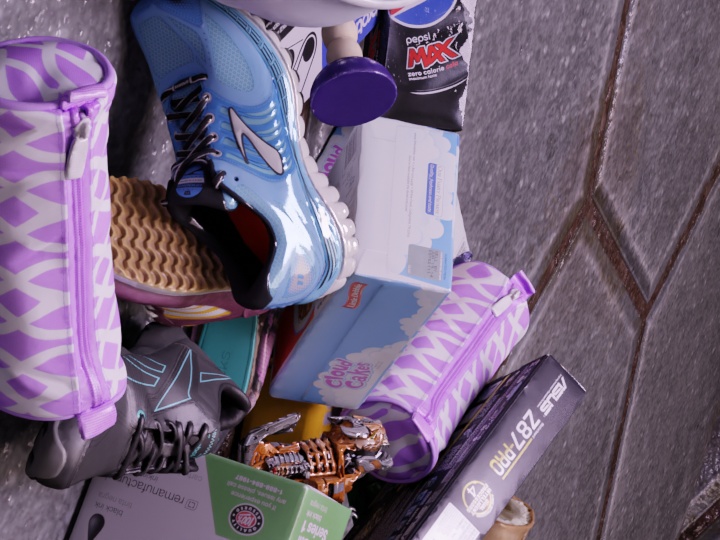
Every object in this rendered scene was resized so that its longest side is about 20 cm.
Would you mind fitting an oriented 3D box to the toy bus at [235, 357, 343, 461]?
[{"bbox_3d":[-0.048,0.127,1.334,0.078,0.065,0.200,-14,118,-64],"label":"toy bus"}]

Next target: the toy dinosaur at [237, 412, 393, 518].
[{"bbox_3d":[-0.068,0.171,1.234,0.102,0.200,0.136,-100,172,-67],"label":"toy dinosaur"}]

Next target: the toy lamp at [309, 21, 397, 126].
[{"bbox_3d":[-0.020,-0.181,1.090,0.058,0.058,0.200,66,9,-58],"label":"toy lamp"}]

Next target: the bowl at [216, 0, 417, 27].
[{"bbox_3d":[-0.054,-0.207,1.000,0.090,0.201,0.201,-35,-175,37],"label":"bowl"}]

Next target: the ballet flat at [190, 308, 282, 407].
[{"bbox_3d":[-0.074,0.004,1.201,0.071,0.069,0.200,-65,169,-74],"label":"ballet flat"}]

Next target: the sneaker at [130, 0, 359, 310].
[{"bbox_3d":[-0.075,-0.068,1.021,0.090,0.078,0.200,-30,93,-48],"label":"sneaker"}]

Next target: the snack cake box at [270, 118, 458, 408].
[{"bbox_3d":[0.000,0.000,1.199,0.200,0.067,0.115,124,-27,-59],"label":"snack cake box"}]

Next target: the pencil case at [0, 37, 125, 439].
[{"bbox_3d":[-0.157,-0.019,0.915,0.084,0.085,0.200,-33,137,-42],"label":"pencil case"}]

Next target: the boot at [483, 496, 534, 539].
[{"bbox_3d":[0.049,0.262,1.347,0.200,0.066,0.175,-58,177,10],"label":"boot"}]

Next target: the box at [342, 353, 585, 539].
[{"bbox_3d":[0.062,0.161,1.337,0.200,0.049,0.161,-50,-170,-34],"label":"box"}]

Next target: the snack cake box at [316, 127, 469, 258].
[{"bbox_3d":[0.022,-0.031,1.394,0.115,0.067,0.200,-60,154,-28],"label":"snack cake box"}]

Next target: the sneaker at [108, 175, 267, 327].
[{"bbox_3d":[-0.117,0.000,1.069,0.200,0.090,0.075,10,59,-45],"label":"sneaker"}]

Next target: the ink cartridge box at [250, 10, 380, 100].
[{"bbox_3d":[-0.048,-0.158,1.164,0.200,0.044,0.094,-53,152,-43],"label":"ink cartridge box"}]

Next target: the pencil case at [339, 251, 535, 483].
[{"bbox_3d":[0.061,0.072,1.350,0.084,0.085,0.200,56,43,-18],"label":"pencil case"}]

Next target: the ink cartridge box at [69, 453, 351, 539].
[{"bbox_3d":[-0.113,0.214,1.123,0.200,0.146,0.084,-71,157,-11],"label":"ink cartridge box"}]

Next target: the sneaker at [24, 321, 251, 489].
[{"bbox_3d":[-0.123,0.083,1.053,0.075,0.079,0.200,-60,172,22],"label":"sneaker"}]

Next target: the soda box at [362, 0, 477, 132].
[{"bbox_3d":[0.044,-0.199,1.273,0.071,0.063,0.200,-158,-107,-75],"label":"soda box"}]

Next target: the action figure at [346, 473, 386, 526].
[{"bbox_3d":[0.026,0.183,1.450,0.118,0.055,0.200,-9,84,-60],"label":"action figure"}]
